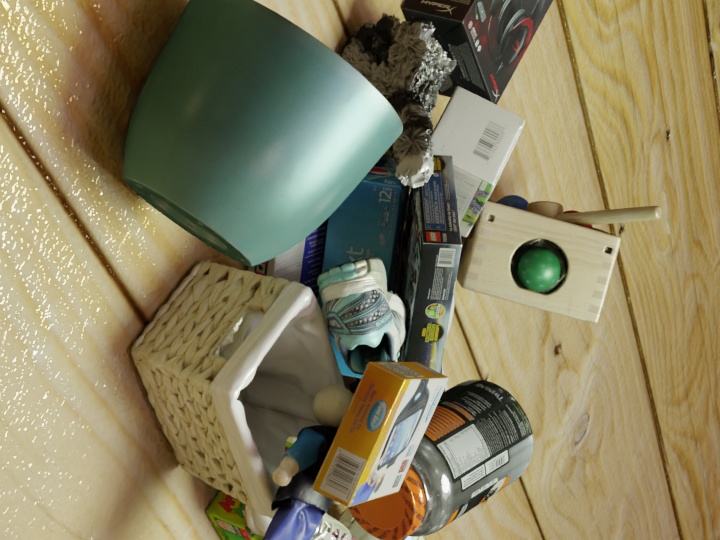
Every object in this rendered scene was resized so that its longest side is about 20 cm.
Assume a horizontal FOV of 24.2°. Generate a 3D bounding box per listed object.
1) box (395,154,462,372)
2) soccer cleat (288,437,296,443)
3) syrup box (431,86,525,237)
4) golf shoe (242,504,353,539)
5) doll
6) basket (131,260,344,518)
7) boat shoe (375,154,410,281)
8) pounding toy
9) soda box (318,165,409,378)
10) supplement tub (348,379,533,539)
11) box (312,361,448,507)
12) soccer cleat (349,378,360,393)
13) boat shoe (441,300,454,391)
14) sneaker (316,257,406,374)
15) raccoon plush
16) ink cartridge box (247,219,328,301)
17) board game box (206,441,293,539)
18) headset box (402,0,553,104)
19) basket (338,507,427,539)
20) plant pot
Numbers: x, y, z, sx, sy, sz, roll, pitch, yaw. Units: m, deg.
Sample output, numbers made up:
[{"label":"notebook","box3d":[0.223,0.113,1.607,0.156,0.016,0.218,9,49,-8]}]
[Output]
[{"label":"box","box3d":[0.063,0.007,1.619,0.137,0.040,0.200,-92,-174,-50]},{"label":"soccer cleat","box3d":[-0.024,0.193,1.773,0.078,0.069,0.200,-58,143,-16]},{"label":"syrup box","box3d":[0.104,-0.108,1.729,0.079,0.081,0.200,-62,176,-14]},{"label":"golf shoe","box3d":[-0.048,0.249,1.625,0.075,0.091,0.200,-59,149,-20]},{"label":"doll","box3d":[-0.051,0.194,1.464,0.200,0.048,0.136,-67,154,-11]},{"label":"basket","box3d":[-0.106,0.105,1.499,0.136,0.123,0.200,-54,147,-31]},{"label":"boat shoe","box3d":[0.028,-0.035,1.724,0.066,0.074,0.199,-69,153,-44]},{"label":"pounding toy","box3d":[0.216,-0.028,1.877,0.200,0.184,0.142,-81,-174,-86]},{"label":"soda box","box3d":[0.000,0.000,1.631,0.064,0.068,0.200,-56,155,-70]},{"label":"supplement tub","box3d":[0.080,0.200,1.752,0.200,0.122,0.123,-24,126,-45]},{"label":"box","box3d":[0.024,0.141,1.481,0.119,0.041,0.200,-66,163,4]},{"label":"soccer cleat","box3d":[0.027,0.096,1.770,0.200,0.086,0.070,81,-5,-50]},{"label":"boat shoe","box3d":[0.062,0.105,1.866,0.060,0.074,0.200,-8,110,-61]},{"label":"sneaker","box3d":[0.002,0.060,1.516,0.200,0.078,0.086,59,19,-70]},{"label":"raccoon plush","box3d":[0.044,-0.153,1.626,0.134,0.097,0.200,36,50,-61]},{"label":"ink cartridge box","box3d":[-0.066,-0.029,1.589,0.095,0.037,0.200,-23,123,-58]},{"label":"board game box","box3d":[-0.085,0.263,1.713,0.102,0.048,0.200,-56,149,-27]},{"label":"headset box","box3d":[0.136,-0.297,1.763,0.200,0.075,0.149,-60,150,-22]},{"label":"basket","box3d":[0.016,0.370,1.864,0.176,0.139,0.200,-56,149,-30]},{"label":"plant pot","box3d":[-0.094,-0.102,1.334,0.161,0.201,0.201,-55,150,-8]}]
